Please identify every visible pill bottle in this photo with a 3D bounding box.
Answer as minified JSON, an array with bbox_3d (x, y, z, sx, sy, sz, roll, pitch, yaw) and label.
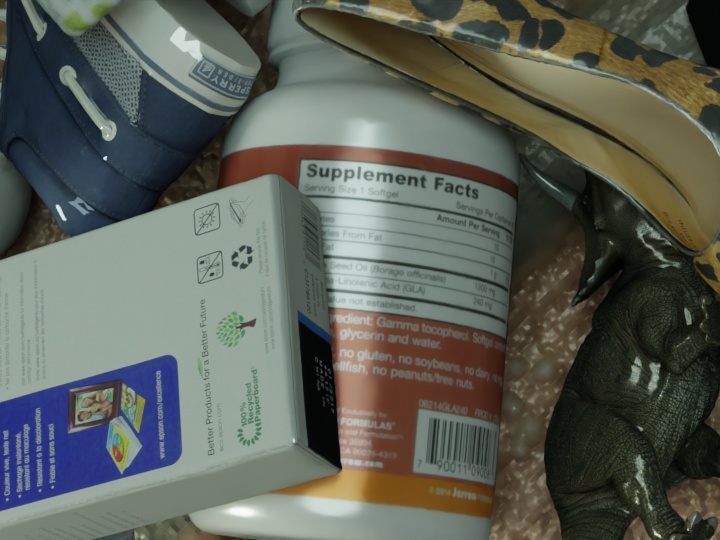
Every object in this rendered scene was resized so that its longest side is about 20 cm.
[{"bbox_3d":[0.000,0.000,0.778,0.112,0.112,0.201,4,81,6],"label":"pill bottle"}]

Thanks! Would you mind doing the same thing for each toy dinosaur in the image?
[{"bbox_3d":[0.106,0.050,0.782,0.077,0.102,0.201,6,94,-32],"label":"toy dinosaur"}]

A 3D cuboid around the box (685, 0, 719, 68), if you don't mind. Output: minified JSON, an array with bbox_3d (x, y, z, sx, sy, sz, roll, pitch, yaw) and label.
[{"bbox_3d":[0.201,-0.040,0.759,0.106,0.122,0.201,-20,79,1],"label":"box"}]

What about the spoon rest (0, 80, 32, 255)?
[{"bbox_3d":[-0.179,-0.092,0.833,0.061,0.099,0.201,-29,64,33],"label":"spoon rest"}]

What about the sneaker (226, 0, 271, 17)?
[{"bbox_3d":[-0.053,-0.191,0.813,0.115,0.074,0.200,-34,56,-3],"label":"sneaker"}]

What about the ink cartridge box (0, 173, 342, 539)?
[{"bbox_3d":[-0.104,0.042,0.727,0.199,0.039,0.100,-15,64,21],"label":"ink cartridge box"}]

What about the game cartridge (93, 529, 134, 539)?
[{"bbox_3d":[-0.188,0.073,0.769,0.199,0.041,0.134,-8,63,-14],"label":"game cartridge"}]

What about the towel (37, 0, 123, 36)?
[{"bbox_3d":[-0.073,-0.206,0.717,0.200,0.048,0.171,-39,96,-7],"label":"towel"}]

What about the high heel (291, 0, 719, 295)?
[{"bbox_3d":[0.068,-0.038,0.702,0.142,0.071,0.200,-14,62,-25],"label":"high heel"}]

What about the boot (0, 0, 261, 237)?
[{"bbox_3d":[-0.118,-0.096,0.807,0.090,0.073,0.200,-52,45,15],"label":"boot"}]
